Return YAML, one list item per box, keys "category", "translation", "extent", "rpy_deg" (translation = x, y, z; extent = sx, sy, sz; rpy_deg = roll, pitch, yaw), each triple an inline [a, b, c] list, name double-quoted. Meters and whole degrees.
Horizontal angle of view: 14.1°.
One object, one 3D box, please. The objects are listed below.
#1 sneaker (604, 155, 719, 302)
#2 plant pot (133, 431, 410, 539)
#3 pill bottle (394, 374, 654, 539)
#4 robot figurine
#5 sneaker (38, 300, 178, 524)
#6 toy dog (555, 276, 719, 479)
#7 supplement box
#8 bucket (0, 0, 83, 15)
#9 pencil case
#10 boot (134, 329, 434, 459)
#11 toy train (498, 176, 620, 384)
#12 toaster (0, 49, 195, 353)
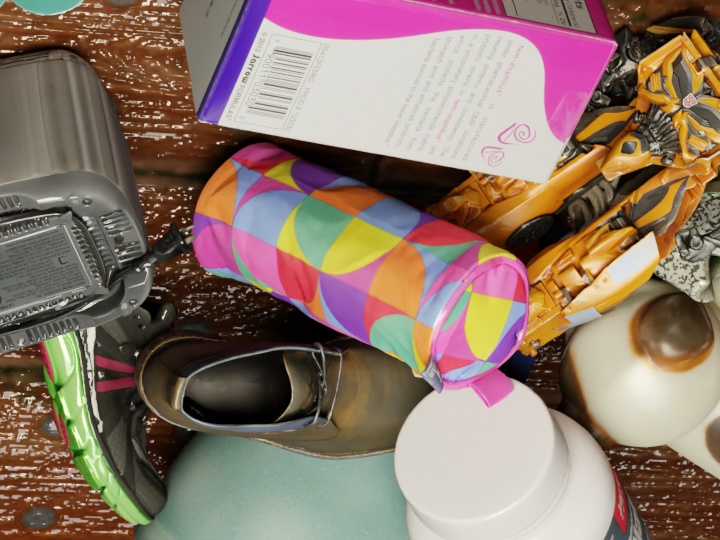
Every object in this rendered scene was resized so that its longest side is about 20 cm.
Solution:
- category: "sneaker"
  translation: [0.237, -0.044, 1.645]
  extent: [0.200, 0.089, 0.077]
  rpy_deg: [-35, 144, -10]
- category: "plant pot"
  translation: [-0.017, 0.133, 1.730]
  extent: [0.200, 0.200, 0.134]
  rpy_deg: [19, 99, -28]
- category: "pill bottle"
  translation: [0.092, 0.144, 1.625]
  extent: [0.120, 0.120, 0.200]
  rpy_deg: [-22, 144, 8]
- category: "robot figurine"
  translation: [0.141, -0.050, 1.593]
  extent: [0.200, 0.145, 0.058]
  rpy_deg: [-38, 157, 11]
- category: "sneaker"
  translation: [-0.137, 0.054, 1.655]
  extent: [0.084, 0.077, 0.200]
  rpy_deg: [-18, 111, -12]
- category: "toy dog"
  translation: [0.197, 0.068, 1.703]
  extent: [0.200, 0.194, 0.140]
  rpy_deg: [17, 137, -37]
- category: "supplement box"
  translation: [0.018, -0.128, 1.529]
  extent: [0.200, 0.103, 0.101]
  rpy_deg: [11, 129, -20]
- category: "bucket"
  translation: [-0.170, -0.236, 1.358]
  extent: [0.207, 0.135, 0.207]
  rpy_deg: [-7, 135, -7]
- category: "pencil case"
  translation: [0.000, 0.000, 1.581]
  extent: [0.088, 0.200, 0.088]
  rpy_deg: [-28, 133, -36]
- category: "boot"
  translation: [-0.021, 0.073, 1.601]
  extent: [0.200, 0.097, 0.075]
  rpy_deg: [3, 95, -9]
- category: "toy train"
  translation: [0.069, -0.009, 1.682]
  extent: [0.116, 0.085, 0.200]
  rpy_deg: [17, 122, -5]
- category: "toaster"
  translation: [-0.193, -0.036, 1.550]
  extent: [0.200, 0.129, 0.114]
  rpy_deg: [-17, 135, 5]
